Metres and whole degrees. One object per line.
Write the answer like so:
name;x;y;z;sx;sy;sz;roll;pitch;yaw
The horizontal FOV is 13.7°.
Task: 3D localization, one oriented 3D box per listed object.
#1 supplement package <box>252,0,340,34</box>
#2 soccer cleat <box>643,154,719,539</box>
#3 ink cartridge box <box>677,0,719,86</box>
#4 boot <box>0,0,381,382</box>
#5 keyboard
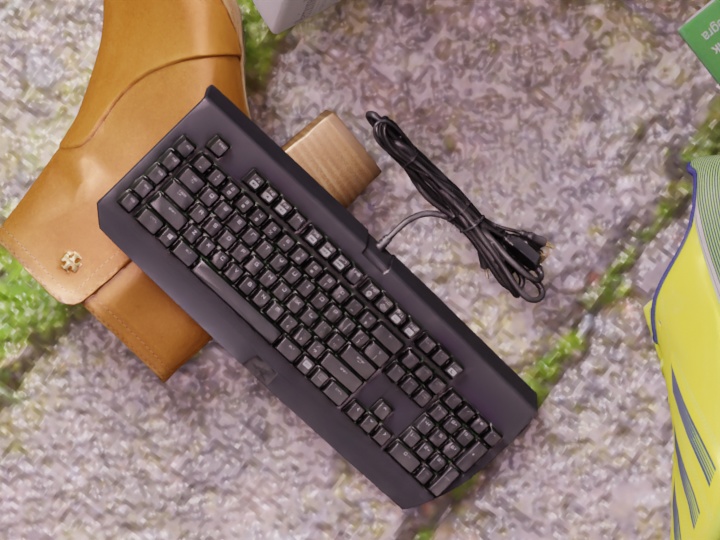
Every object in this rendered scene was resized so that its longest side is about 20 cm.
supplement package;0.029;-0.198;1.212;0.200;0.114;0.110;-29;86;-9
soccer cleat;0.153;0.047;1.250;0.084;0.065;0.200;13;95;36
ink cartridge box;0.234;-0.049;1.184;0.083;0.147;0.200;-39;84;25
boot;-0.103;-0.064;1.263;0.144;0.071;0.201;-40;91;-2
keyboard;0.000;0.000;1.245;0.200;0.021;0.127;43;95;-17
